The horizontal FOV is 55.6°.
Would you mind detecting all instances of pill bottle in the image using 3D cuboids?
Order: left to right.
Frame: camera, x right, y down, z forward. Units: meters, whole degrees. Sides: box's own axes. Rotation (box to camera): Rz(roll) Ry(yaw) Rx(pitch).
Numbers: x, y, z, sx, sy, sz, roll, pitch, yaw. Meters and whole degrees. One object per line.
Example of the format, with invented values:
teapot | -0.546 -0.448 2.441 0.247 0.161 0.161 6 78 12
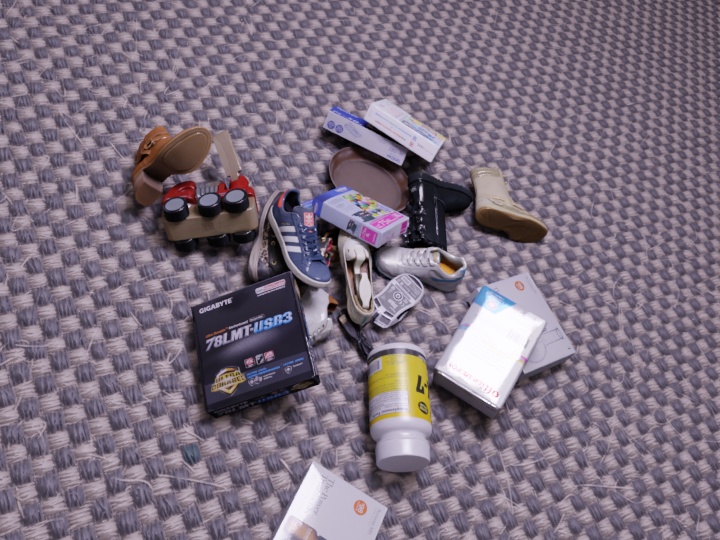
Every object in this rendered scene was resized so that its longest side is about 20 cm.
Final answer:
pill bottle | 0.070 0.243 1.215 0.111 0.115 0.204 8 57 -16

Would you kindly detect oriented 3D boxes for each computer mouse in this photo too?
computer mouse | 0.049 0.082 1.358 0.199 0.044 0.110 -35 71 -29

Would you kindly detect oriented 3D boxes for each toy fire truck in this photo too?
toy fire truck | -0.288 -0.157 1.316 0.171 0.131 0.202 -8 42 -1

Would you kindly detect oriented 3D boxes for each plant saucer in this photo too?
plant saucer | 0.019 -0.193 1.514 0.196 0.032 0.203 14 47 -16

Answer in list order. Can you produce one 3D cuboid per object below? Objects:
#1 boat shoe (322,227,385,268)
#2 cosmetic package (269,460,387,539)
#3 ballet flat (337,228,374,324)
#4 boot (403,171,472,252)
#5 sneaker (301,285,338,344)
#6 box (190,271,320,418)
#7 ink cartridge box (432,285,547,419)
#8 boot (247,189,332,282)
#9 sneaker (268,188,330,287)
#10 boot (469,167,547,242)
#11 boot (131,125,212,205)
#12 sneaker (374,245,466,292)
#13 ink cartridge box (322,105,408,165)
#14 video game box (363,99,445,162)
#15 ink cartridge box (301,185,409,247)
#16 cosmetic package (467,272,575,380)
boat shoe | -0.007 -0.067 1.408 0.198 0.074 0.076 -27 71 -32
cosmetic package | -0.062 0.433 1.083 0.149 0.052 0.202 32 53 -3
ballet flat | 0.000 0.000 1.310 0.066 0.062 0.205 -3 72 -19
boot | 0.174 -0.114 1.509 0.195 0.073 0.167 15 65 -37
sneaker | -0.097 0.113 1.258 0.083 0.073 0.202 27 52 1
box | -0.184 0.126 1.179 0.195 0.050 0.202 -18 65 4
ink cartridge box | 0.246 0.157 1.313 0.143 0.085 0.202 30 69 15
boot | -0.127 -0.060 1.330 0.147 0.074 0.204 8 58 9
sneaker | -0.102 -0.065 1.233 0.074 0.085 0.202 -4 52 -46
boot | 0.346 -0.157 1.607 0.196 0.073 0.158 16 46 -21
boot | -0.367 -0.234 1.301 0.074 0.199 0.156 41 18 -40
sneaker | 0.125 -0.018 1.425 0.195 0.081 0.078 12 57 -13
ink cartridge box | 0.017 -0.309 1.562 0.196 0.045 0.094 26 20 -1
video game box | 0.107 -0.326 1.579 0.180 0.047 0.200 31 20 2
ink cartridge box | -0.014 -0.117 1.364 0.197 0.043 0.119 26 30 23
cosmetic package | 0.337 0.115 1.433 0.148 0.052 0.203 -14 65 -30
